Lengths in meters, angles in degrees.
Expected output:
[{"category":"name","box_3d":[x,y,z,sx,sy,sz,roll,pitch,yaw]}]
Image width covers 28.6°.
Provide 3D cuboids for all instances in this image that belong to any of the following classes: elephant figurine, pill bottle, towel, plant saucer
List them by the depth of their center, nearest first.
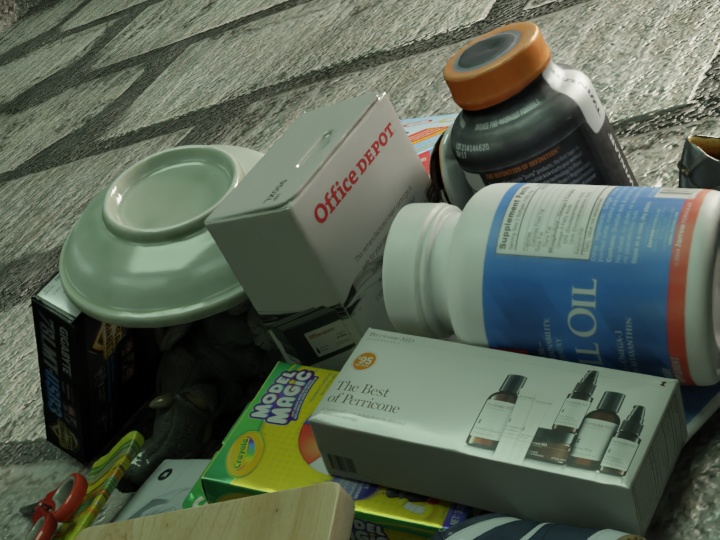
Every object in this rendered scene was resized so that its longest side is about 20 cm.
[{"category":"pill bottle","box_3d":[0.119,0.005,0.841,0.198,0.113,0.113,3,37,27]},{"category":"pill bottle","box_3d":[0.129,-0.067,0.965,0.105,0.201,0.107,-24,25,12]},{"category":"towel","box_3d":[-0.218,0.202,0.996,0.086,0.018,0.201,-45,12,50]},{"category":"plant saucer","box_3d":[-0.133,-0.042,1.039,0.198,0.051,0.201,-10,38,8]},{"category":"elephant figurine","box_3d":[-0.110,0.062,1.105,0.199,0.143,0.155,-34,-11,34]}]

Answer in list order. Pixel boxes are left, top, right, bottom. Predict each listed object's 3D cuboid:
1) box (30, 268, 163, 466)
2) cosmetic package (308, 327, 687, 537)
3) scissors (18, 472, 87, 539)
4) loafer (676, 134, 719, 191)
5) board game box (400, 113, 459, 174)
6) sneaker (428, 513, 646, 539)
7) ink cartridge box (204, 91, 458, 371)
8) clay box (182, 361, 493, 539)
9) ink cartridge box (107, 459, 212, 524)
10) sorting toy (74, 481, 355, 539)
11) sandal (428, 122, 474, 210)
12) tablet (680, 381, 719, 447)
[{"category":"box","box_3d":[-0.186,0.031,1.169,0.049,0.201,0.199,30,52,17]},{"category":"cosmetic package","box_3d":[0.076,0.088,0.799,0.198,0.051,0.083,8,43,31]},{"category":"scissors","box_3d":[-0.237,0.177,1.082,0.074,0.014,0.200,-55,12,-6]},{"category":"loafer","box_3d":[0.296,-0.056,0.884,0.197,0.073,0.073,-6,27,18]},{"category":"board game box","box_3d":[0.025,-0.085,1.203,0.194,0.057,0.199,-2,16,39]},{"category":"sneaker","box_3d":[0.053,0.195,0.704,0.108,0.071,0.200,7,37,47]},{"category":"ink cartridge box","box_3d":[0.000,0.000,0.986,0.084,0.201,0.145,-9,31,38]},{"category":"clay box","box_3d":[-0.009,0.118,0.880,0.198,0.048,0.115,8,39,23]},{"category":"ink cartridge box","box_3d":[-0.117,0.203,0.926,0.198,0.041,0.200,-8,33,41]},{"category":"sorting toy","box_3d":[-0.090,0.232,0.760,0.197,0.070,0.202,-16,44,32]},{"category":"sandal","box_3d":[0.094,-0.065,1.073,0.059,0.080,0.206,-1,-2,29]},{"category":"tablet","box_3d":[0.176,0.050,0.865,0.129,0.014,0.199,22,50,42]}]
